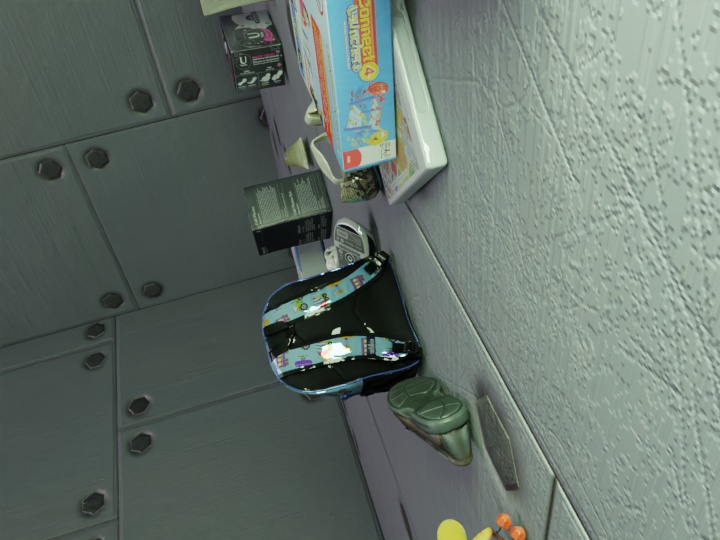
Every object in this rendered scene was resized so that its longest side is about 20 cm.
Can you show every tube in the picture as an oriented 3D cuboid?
[{"bbox_3d":[-0.154,-0.287,1.748,0.058,0.052,0.200,34,178,-14],"label":"tube"}]

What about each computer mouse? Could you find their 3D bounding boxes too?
[{"bbox_3d":[0.000,0.000,1.097,0.109,0.044,0.202,28,136,32],"label":"computer mouse"}]

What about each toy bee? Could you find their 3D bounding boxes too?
[{"bbox_3d":[0.126,0.292,0.667,0.131,0.109,0.200,40,175,15],"label":"toy bee"}]

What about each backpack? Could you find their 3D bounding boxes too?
[{"bbox_3d":[-0.030,0.093,0.966,0.135,0.197,0.185,91,161,-64],"label":"backpack"}]

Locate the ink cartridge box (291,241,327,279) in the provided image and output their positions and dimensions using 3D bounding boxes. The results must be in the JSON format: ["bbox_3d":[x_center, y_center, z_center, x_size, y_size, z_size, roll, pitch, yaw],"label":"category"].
[{"bbox_3d":[-0.148,-0.028,2.042,0.200,0.083,0.147,-139,35,-75],"label":"ink cartridge box"}]

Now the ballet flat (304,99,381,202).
[{"bbox_3d":[-0.033,-0.182,0.920,0.068,0.074,0.203,100,155,-75],"label":"ballet flat"}]

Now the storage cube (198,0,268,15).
[{"bbox_3d":[-0.298,-0.698,1.525,0.201,0.168,0.181,86,166,-55],"label":"storage cube"}]

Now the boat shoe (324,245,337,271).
[{"bbox_3d":[-0.026,-0.009,1.224,0.200,0.068,0.072,-144,42,-76],"label":"boat shoe"}]

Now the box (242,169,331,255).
[{"bbox_3d":[-0.166,-0.130,1.610,0.200,0.179,0.106,104,149,-74],"label":"box"}]

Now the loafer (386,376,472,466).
[{"bbox_3d":[0.079,0.175,0.822,0.200,0.071,0.064,-166,55,-79],"label":"loafer"}]

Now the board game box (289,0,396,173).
[{"bbox_3d":[-0.024,-0.235,0.665,0.202,0.055,0.197,84,168,-48],"label":"board game box"}]

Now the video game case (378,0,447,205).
[{"bbox_3d":[0.029,-0.169,0.686,0.200,0.023,0.185,152,104,-83],"label":"video game case"}]

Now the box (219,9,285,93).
[{"bbox_3d":[-0.272,-0.556,1.759,0.116,0.130,0.201,88,165,-46],"label":"box"}]
